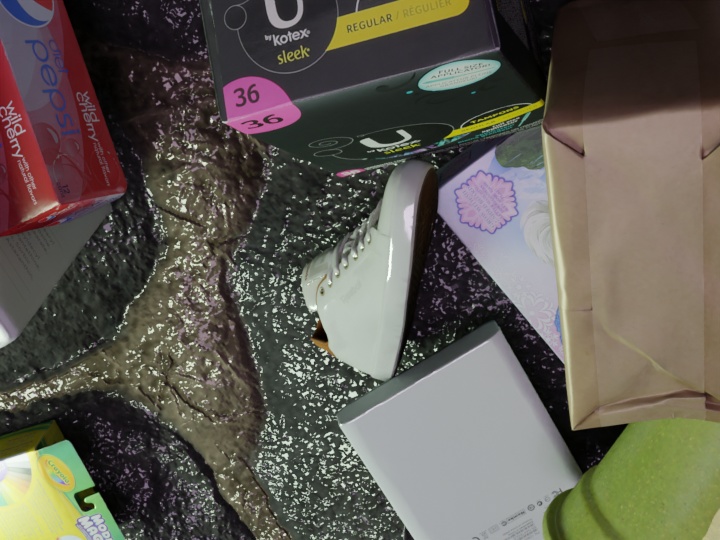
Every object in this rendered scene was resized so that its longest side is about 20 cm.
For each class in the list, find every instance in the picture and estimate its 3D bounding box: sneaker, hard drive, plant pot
[{"bbox_3d":[0.000,0.000,0.855,0.084,0.073,0.201,19,138,7],"label":"sneaker"},{"bbox_3d":[0.087,0.149,0.923,0.131,0.027,0.201,-30,114,4],"label":"hard drive"},{"bbox_3d":[0.243,0.130,0.814,0.198,0.201,0.186,22,110,-2],"label":"plant pot"}]

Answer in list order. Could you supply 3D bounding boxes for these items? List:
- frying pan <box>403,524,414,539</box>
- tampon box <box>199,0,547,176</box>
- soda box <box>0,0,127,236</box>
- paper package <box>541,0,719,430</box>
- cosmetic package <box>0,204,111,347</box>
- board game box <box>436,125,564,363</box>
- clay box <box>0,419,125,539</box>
[{"bbox_3d":[0.068,0.176,0.975,0.114,0.031,0.191,-33,105,19],"label":"frying pan"},{"bbox_3d":[0.014,-0.142,0.714,0.148,0.200,0.128,-13,83,16],"label":"tampon box"},{"bbox_3d":[-0.215,-0.127,0.776,0.063,0.070,0.202,-21,90,31],"label":"soda box"},{"bbox_3d":[0.164,-0.039,0.714,0.102,0.201,0.193,-4,116,12],"label":"paper package"},{"bbox_3d":[-0.298,-0.036,0.836,0.166,0.201,0.167,-25,111,19],"label":"cosmetic package"},{"bbox_3d":[0.180,-0.038,0.846,0.199,0.041,0.200,-36,105,23],"label":"board game box"},{"bbox_3d":[-0.291,0.197,1.037,0.198,0.048,0.116,-18,112,16],"label":"clay box"}]
